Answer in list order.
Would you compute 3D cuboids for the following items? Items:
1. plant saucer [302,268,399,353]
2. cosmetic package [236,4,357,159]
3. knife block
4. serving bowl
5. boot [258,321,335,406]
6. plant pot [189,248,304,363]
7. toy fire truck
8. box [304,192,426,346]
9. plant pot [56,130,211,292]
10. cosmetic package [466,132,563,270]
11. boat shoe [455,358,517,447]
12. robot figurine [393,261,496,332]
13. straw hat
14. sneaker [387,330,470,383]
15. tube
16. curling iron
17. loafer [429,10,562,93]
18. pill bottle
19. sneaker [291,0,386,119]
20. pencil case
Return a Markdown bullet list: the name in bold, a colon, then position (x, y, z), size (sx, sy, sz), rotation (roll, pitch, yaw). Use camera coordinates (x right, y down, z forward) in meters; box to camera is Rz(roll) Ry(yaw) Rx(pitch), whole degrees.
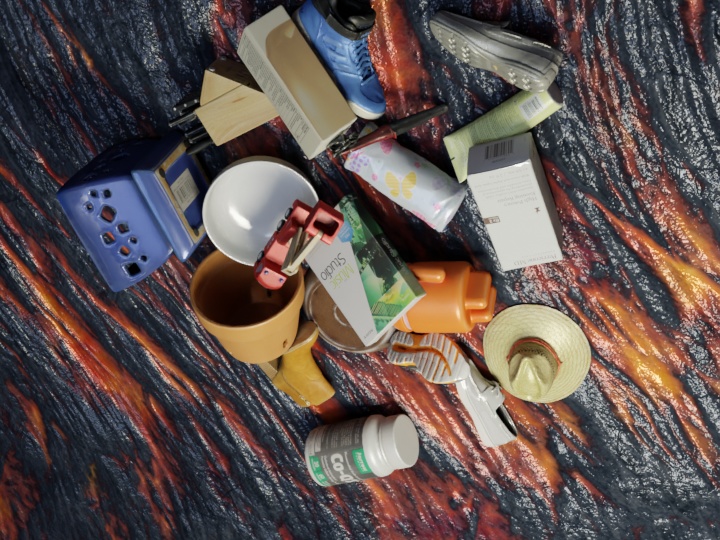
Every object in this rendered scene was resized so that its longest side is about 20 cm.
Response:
- **plant saucer**: position (-0.019, 0.069, 1.747), size (0.196, 0.032, 0.204), rotation (10, 123, 15)
- **cosmetic package**: position (-0.096, -0.277, 1.474), size (0.202, 0.071, 0.105), rotation (56, 163, -2)
- **knife block**: position (-0.209, -0.243, 1.603), size (0.196, 0.064, 0.178), rotation (22, 127, 7)
- **serving bowl**: position (-0.164, -0.108, 1.652), size (0.195, 0.066, 0.203), rotation (-2, 125, -3)
- **boot**: position (-0.094, 0.177, 1.821), size (0.144, 0.071, 0.200), rotation (42, 139, -15)
- **plant pot**: position (-0.187, 0.064, 1.724), size (0.196, 0.202, 0.142), rotation (10, 141, 16)
- **toy fire truck**: position (-0.103, -0.039, 1.576), size (0.048, 0.142, 0.201), rotation (27, 112, -21)
- **box**: position (0.000, 0.000, 1.590), size (0.201, 0.036, 0.144), rotation (53, 128, 11)
- **plant pot**: position (-0.356, -0.111, 1.668), size (0.177, 0.201, 0.203), rotation (-16, 114, 23)
- **cosmetic package**: position (0.233, -0.099, 1.476), size (0.100, 0.075, 0.202), rotation (-11, 130, 22)
- **boat shoe**: position (0.220, 0.225, 1.726), size (0.067, 0.072, 0.203), rotation (-15, 113, 22)
- **robot figurine**: position (0.120, 0.045, 1.621), size (0.196, 0.143, 0.120), rotation (-1, 94, 22)
- **straw hat**: position (0.286, 0.165, 1.649), size (0.197, 0.085, 0.205), rotation (11, 125, 16)
- **sneaker**: position (0.127, 0.148, 1.673), size (0.076, 0.080, 0.199), rotation (25, 176, -32)
- **tube**: position (0.207, -0.213, 1.463), size (0.052, 0.059, 0.199), rotation (41, 127, -22)
- **curling iron**: position (0.042, -0.208, 1.477), size (0.196, 0.050, 0.026), rotation (-20, 85, -12)
- **loafer**: position (0.190, -0.320, 1.396), size (0.198, 0.071, 0.070), rotation (30, 169, 14)
- **pill bottle**: position (0.003, 0.333, 1.854), size (0.197, 0.114, 0.114), rotation (-17, 114, 30)
- **sneaker**: position (-0.007, -0.325, 1.458), size (0.110, 0.077, 0.201), rotation (-29, 101, 44)
- **pencil case**: position (0.071, -0.147, 1.535), size (0.198, 0.091, 0.084), rotation (33, 118, -1)
